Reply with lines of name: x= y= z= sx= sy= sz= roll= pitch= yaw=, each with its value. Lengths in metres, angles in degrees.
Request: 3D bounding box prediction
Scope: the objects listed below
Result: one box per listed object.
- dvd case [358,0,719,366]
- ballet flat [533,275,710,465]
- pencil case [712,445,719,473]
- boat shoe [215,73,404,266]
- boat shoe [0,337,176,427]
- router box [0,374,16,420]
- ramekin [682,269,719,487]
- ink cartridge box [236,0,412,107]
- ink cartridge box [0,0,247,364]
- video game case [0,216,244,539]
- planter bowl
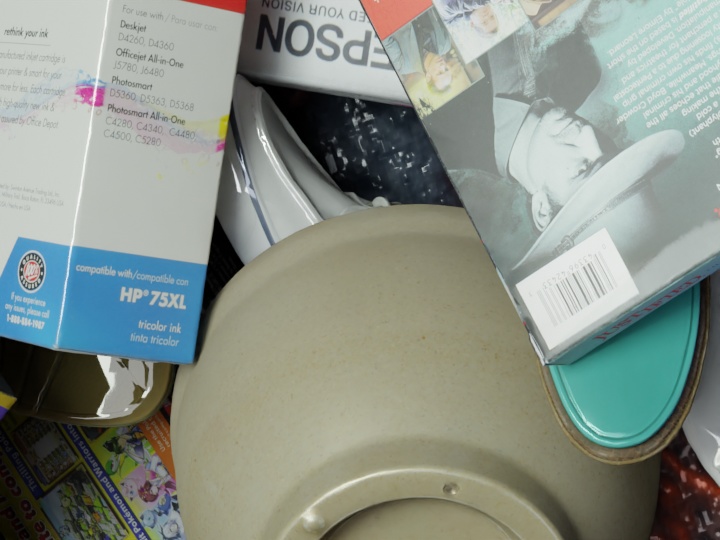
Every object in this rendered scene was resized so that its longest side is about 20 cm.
dvd case: x=0.078 y=-0.088 z=0.944 sx=0.146 sy=0.022 sz=0.200 roll=-35 pitch=70 yaw=25
ballet flat: x=0.088 y=-0.021 z=1.004 sx=0.068 sy=0.072 sz=0.201 roll=-10 pitch=73 yaw=1
pencil case: x=0.172 y=-0.001 z=0.945 sx=0.087 sy=0.078 sz=0.201 roll=5 pitch=92 yaw=1
boat shoe: x=0.000 y=0.000 z=1.117 sx=0.065 sy=0.074 sz=0.200 roll=-25 pitch=106 yaw=18
boat shoe: x=-0.168 y=0.018 z=1.189 sx=0.200 sy=0.063 sz=0.073 roll=14 pitch=89 yaw=15
router box: x=-0.239 y=0.050 z=1.102 sx=0.157 sy=0.052 sz=0.200 roll=-53 pitch=45 yaw=11
ramekin: x=0.210 y=0.021 z=1.026 sx=0.200 sy=0.098 sz=0.201 roll=1 pitch=92 yaw=23
ink cartridge box: x=0.039 y=-0.147 z=1.107 sx=0.199 sy=0.075 sz=0.165 roll=10 pitch=94 yaw=22
ink cartridge box: x=-0.107 y=-0.070 z=1.081 sx=0.116 sy=0.067 sz=0.201 roll=10 pitch=91 yaw=53
video game case: x=-0.114 y=0.039 z=1.205 sx=0.181 sy=0.025 sz=0.200 roll=-39 pitch=77 yaw=19
planter bowl: x=0.023 y=0.093 z=1.041 sx=0.200 sy=0.135 sz=0.201 roll=0 pitch=116 yaw=0
